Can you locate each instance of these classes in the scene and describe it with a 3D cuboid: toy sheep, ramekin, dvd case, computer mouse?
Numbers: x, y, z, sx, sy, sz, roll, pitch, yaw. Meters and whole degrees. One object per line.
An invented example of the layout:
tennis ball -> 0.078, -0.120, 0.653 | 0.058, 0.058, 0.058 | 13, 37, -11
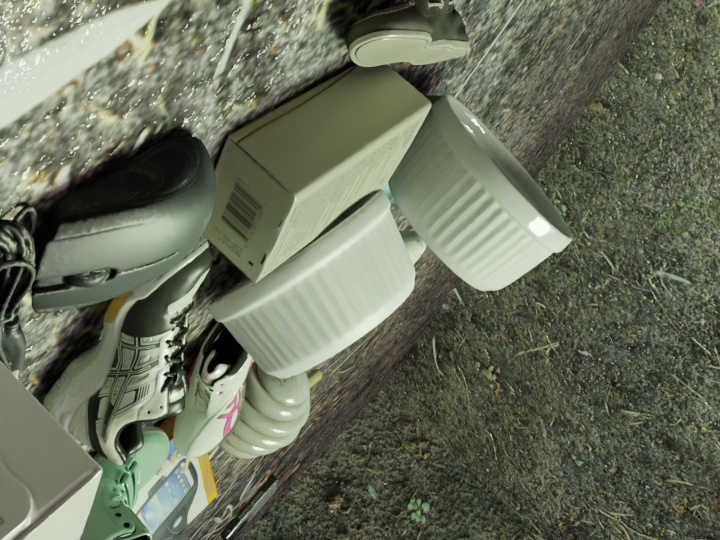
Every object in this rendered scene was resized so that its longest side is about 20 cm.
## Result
toy sheep -> -0.119, 0.154, 1.135 | 0.201, 0.138, 0.138 | -52, 171, 33
ramekin -> -0.038, 0.017, 0.877 | 0.200, 0.095, 0.202 | -33, -174, 4
dvd case -> -0.292, 0.637, 2.486 | 0.200, 0.025, 0.151 | -48, 170, -19
ramekin -> 0.117, -0.074, 0.973 | 0.105, 0.201, 0.200 | -42, 173, 17
computer mouse -> -0.151, -0.011, 0.574 | 0.200, 0.052, 0.139 | -43, 167, -40

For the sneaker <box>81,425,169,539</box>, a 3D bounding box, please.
sneaker -> -0.228, 0.234, 0.914 | 0.200, 0.116, 0.075 | -38, 137, -50

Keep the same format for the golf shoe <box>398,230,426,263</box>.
golf shoe -> 0.000, 0.000, 1.054 | 0.096, 0.080, 0.199 | -26, -172, -33

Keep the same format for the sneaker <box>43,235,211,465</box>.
sneaker -> -0.153, 0.061, 0.697 | 0.201, 0.087, 0.076 | -51, 178, 26

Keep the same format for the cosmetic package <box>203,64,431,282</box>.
cosmetic package -> -0.035, -0.088, 0.763 | 0.200, 0.073, 0.104 | -41, 168, -46

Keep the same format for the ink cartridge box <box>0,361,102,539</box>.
ink cartridge box -> -0.233, 0.129, 0.438 | 0.144, 0.147, 0.201 | -41, 167, -41

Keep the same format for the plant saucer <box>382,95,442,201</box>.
plant saucer -> 0.025, -0.119, 1.036 | 0.201, 0.036, 0.200 | -49, 170, -12

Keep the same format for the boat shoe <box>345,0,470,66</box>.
boat shoe -> 0.035, -0.201, 0.756 | 0.066, 0.058, 0.199 | -14, -177, 26

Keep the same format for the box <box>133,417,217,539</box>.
box -> -0.245, 0.262, 1.048 | 0.200, 0.041, 0.121 | -43, 133, -47

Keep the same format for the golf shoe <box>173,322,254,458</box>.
golf shoe -> -0.155, 0.112, 0.993 | 0.203, 0.072, 0.092 | -62, 162, 11
